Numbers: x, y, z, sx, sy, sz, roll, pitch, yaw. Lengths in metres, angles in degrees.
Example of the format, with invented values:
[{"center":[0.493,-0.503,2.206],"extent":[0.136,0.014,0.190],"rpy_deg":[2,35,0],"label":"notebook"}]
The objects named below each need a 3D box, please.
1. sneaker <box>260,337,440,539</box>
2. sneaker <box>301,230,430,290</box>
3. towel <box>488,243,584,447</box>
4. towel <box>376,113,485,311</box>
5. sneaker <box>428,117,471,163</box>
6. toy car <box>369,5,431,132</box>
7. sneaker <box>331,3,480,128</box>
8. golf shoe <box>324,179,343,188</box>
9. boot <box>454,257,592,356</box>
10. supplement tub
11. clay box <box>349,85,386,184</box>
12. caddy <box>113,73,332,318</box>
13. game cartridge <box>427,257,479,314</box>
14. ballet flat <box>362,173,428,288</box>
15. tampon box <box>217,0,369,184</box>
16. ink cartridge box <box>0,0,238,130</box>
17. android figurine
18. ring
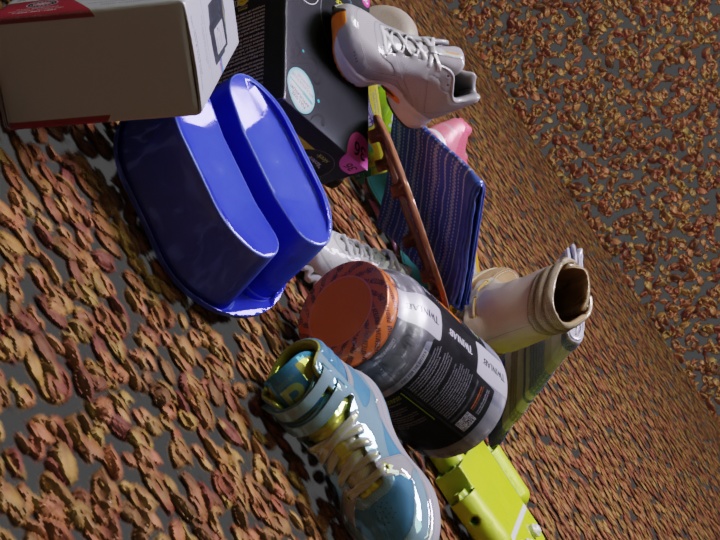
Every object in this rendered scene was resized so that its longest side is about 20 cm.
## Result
[{"center":[-0.017,0.136,1.083],"extent":[0.131,0.079,0.201],"rpy_deg":[43,11,-44],"label":"sneaker"},{"center":[0.000,0.000,1.389],"extent":[0.200,0.081,0.076],"rpy_deg":[43,22,-35],"label":"sneaker"},{"center":[0.188,0.085,1.510],"extent":[0.024,0.201,0.148],"rpy_deg":[20,41,-10],"label":"towel"},{"center":[0.067,-0.065,1.432],"extent":[0.024,0.146,0.200],"rpy_deg":[-6,30,-24],"label":"towel"},{"center":[0.098,-0.108,1.728],"extent":[0.074,0.086,0.201],"rpy_deg":[45,-29,23],"label":"sneaker"},{"center":[0.015,-0.221,1.764],"extent":[0.164,0.158,0.200],"rpy_deg":[33,-17,23],"label":"toy car"},{"center":[0.046,-0.206,1.343],"extent":[0.199,0.091,0.077],"rpy_deg":[28,55,-54],"label":"sneaker"},{"center":[-0.067,-0.180,1.495],"extent":[0.201,0.092,0.073],"rpy_deg":[54,-8,-17],"label":"golf shoe"},{"center":[0.168,0.030,1.427],"extent":[0.073,0.155,0.200],"rpy_deg":[60,31,-6],"label":"boot"},{"center":[0.038,0.079,1.269],"extent":[0.200,0.122,0.123],"rpy_deg":[40,22,-45],"label":"supplement tub"},{"center":[-0.018,-0.179,1.556],"extent":[0.200,0.047,0.116],"rpy_deg":[-131,-151,-60],"label":"clay box"},{"center":[-0.115,-0.062,1.129],"extent":[0.141,0.105,0.202],"rpy_deg":[-12,72,-51],"label":"caddy"},{"center":[0.112,0.055,1.551],"extent":[0.176,0.032,0.203],"rpy_deg":[2,78,-75],"label":"game cartridge"},{"center":[0.063,-0.041,1.697],"extent":[0.201,0.069,0.071],"rpy_deg":[60,-3,14],"label":"ballet flat"},{"center":[-0.079,-0.197,1.338],"extent":[0.150,0.125,0.202],"rpy_deg":[34,48,-51],"label":"tampon box"},{"center":[-0.179,-0.179,1.056],"extent":[0.200,0.144,0.084],"rpy_deg":[-83,168,-67],"label":"ink cartridge box"},{"center":[0.133,0.236,1.399],"extent":[0.201,0.041,0.182],"rpy_deg":[56,16,3],"label":"android figurine"},{"center":[0.043,-0.050,1.334],"extent":[0.200,0.019,0.203],"rpy_deg":[-19,90,-90],"label":"ring"}]
